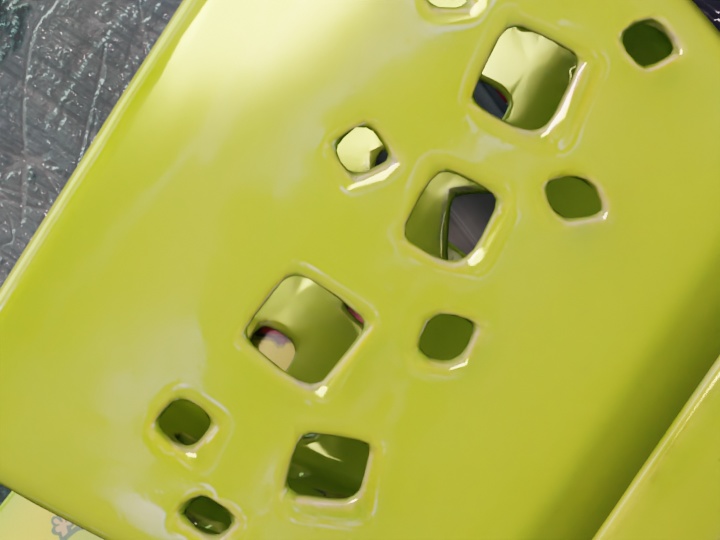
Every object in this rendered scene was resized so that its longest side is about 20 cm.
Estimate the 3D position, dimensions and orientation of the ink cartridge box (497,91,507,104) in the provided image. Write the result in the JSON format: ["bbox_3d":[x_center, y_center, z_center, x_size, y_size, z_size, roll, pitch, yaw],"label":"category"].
[{"bbox_3d":[0.100,-0.042,1.041,0.086,0.148,0.200,-55,-1,43],"label":"ink cartridge box"}]

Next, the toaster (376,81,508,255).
[{"bbox_3d":[0.000,0.000,0.912,0.114,0.129,0.200,-30,-13,-49],"label":"toaster"}]

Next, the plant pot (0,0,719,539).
[{"bbox_3d":[0.031,0.001,0.686,0.200,0.181,0.199,-56,-2,7],"label":"plant pot"}]

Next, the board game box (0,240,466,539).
[{"bbox_3d":[-0.039,0.066,0.813,0.200,0.102,0.048,-52,-6,0],"label":"board game box"}]

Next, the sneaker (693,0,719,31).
[{"bbox_3d":[0.098,-0.070,0.881,0.074,0.200,0.082,-28,-20,2],"label":"sneaker"}]
